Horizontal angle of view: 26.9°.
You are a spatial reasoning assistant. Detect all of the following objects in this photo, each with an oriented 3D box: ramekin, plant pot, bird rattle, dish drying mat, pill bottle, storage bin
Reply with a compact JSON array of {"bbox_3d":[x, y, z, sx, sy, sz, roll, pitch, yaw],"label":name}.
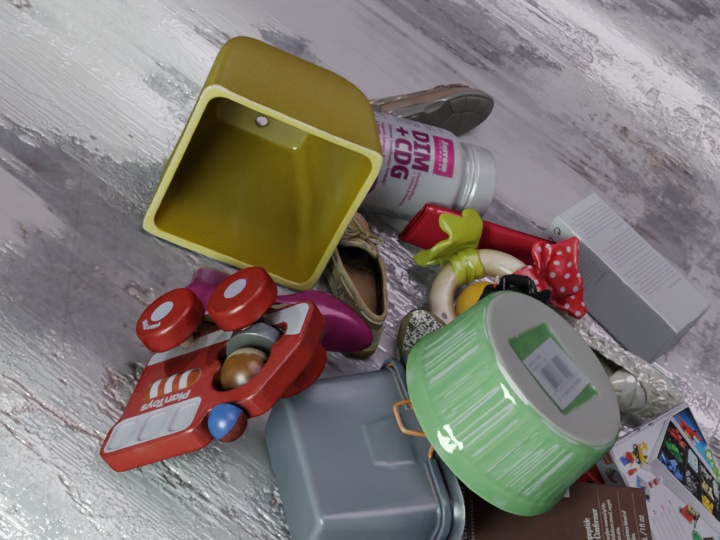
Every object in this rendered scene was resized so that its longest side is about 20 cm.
[{"bbox_3d":[0.147,0.115,1.389,0.200,0.098,0.201,32,33,-24],"label":"ramekin"},{"bbox_3d":[-0.100,-0.137,1.603,0.195,0.195,0.201,21,35,-15],"label":"plant pot"},{"bbox_3d":[0.151,0.027,1.668,0.199,0.113,0.164,23,67,-3],"label":"bird rattle"},{"bbox_3d":[0.149,-0.029,1.739,0.199,0.077,0.018,16,50,-20],"label":"dish drying mat"},{"bbox_3d":[0.048,-0.117,1.731,0.199,0.114,0.114,11,44,-24],"label":"pill bottle"},{"bbox_3d":[-0.002,0.180,1.391,0.134,0.146,0.201,-2,50,-22],"label":"storage bin"}]

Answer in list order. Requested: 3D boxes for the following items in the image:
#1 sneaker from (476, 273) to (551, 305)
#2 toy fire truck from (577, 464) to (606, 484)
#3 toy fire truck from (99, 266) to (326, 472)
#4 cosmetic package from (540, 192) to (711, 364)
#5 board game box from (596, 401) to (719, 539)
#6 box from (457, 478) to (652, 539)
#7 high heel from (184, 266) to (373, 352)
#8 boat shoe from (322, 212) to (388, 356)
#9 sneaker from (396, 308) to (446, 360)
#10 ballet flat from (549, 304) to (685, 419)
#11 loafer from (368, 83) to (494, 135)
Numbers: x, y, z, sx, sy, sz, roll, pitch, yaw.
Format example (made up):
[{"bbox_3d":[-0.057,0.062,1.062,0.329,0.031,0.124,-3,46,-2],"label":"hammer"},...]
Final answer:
[{"bbox_3d":[0.180,0.078,1.583,0.199,0.076,0.115,43,63,-40],"label":"sneaker"},{"bbox_3d":[0.323,0.239,1.608,0.199,0.049,0.141,32,40,-3],"label":"toy fire truck"},{"bbox_3d":[-0.128,0.099,1.344,0.112,0.199,0.168,55,34,-30],"label":"toy fire truck"},{"bbox_3d":[0.313,0.009,1.815,0.200,0.071,0.101,46,41,14],"label":"cosmetic package"},{"bbox_3d":[0.332,0.251,1.548,0.126,0.035,0.201,-22,84,-34],"label":"board game box"},{"bbox_3d":[0.174,0.255,1.431,0.199,0.075,0.100,5,42,-4],"label":"box"},{"bbox_3d":[-0.087,0.059,1.498,0.199,0.068,0.096,14,31,0],"label":"high heel"},{"bbox_3d":[0.000,0.000,1.621,0.073,0.063,0.201,11,44,-24],"label":"boat shoe"},{"bbox_3d":[0.091,0.109,1.538,0.076,0.089,0.201,-11,53,-14],"label":"sneaker"},{"bbox_3d":[0.266,0.114,1.687,0.200,0.072,0.072,36,39,16],"label":"ballet flat"},{"bbox_3d":[0.083,-0.205,1.883,0.199,0.072,0.063,-17,53,-40],"label":"loafer"}]
